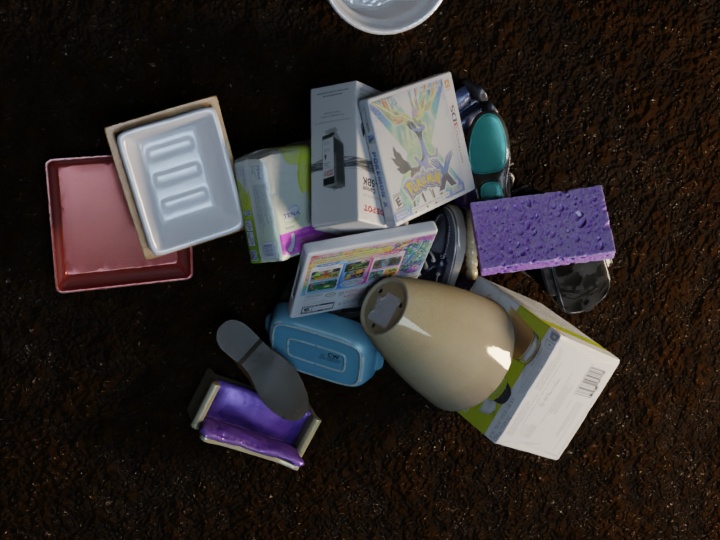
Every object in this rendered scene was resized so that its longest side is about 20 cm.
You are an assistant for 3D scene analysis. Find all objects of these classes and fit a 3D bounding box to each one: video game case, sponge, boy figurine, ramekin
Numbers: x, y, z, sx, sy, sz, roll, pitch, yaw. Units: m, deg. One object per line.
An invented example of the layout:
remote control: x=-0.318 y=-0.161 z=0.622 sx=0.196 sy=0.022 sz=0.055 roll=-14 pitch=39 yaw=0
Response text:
video game case: x=0.085 y=-0.177 z=1.611 sx=0.200 sy=0.022 sz=0.183 roll=-27 pitch=108 yaw=-45
sponge: x=0.268 y=-0.059 z=1.662 sx=0.199 sy=0.112 sz=0.030 roll=-7 pitch=157 yaw=4
boy figurine: x=0.110 y=-0.208 z=1.714 sx=0.200 sy=0.064 sz=0.124 roll=-40 pitch=122 yaw=-5
ramekin: x=0.024 y=-0.438 z=1.566 sx=0.200 sy=0.098 sz=0.201 roll=-7 pitch=113 yaw=-17
video game case: x=0.000 y=0.000 z=1.639 sx=0.199 sy=0.024 sz=0.182 roll=-10 pitch=151 yaw=-18

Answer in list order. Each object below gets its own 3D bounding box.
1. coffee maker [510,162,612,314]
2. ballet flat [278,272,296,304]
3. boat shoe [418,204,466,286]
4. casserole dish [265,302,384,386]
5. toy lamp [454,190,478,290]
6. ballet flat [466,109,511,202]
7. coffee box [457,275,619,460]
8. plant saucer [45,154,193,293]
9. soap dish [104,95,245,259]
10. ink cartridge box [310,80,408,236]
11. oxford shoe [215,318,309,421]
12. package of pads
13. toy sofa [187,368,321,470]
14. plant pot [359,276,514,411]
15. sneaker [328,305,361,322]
coffee maker: x=0.287 y=-0.046 z=1.769 sx=0.135 sy=0.200 sz=0.192 roll=-48 pitch=119 yaw=2
ballet flat: x=-0.065 y=0.013 z=1.734 sx=0.068 sy=0.068 sz=0.200 roll=26 pitch=101 yaw=-29
boat shoe: x=0.104 y=-0.008 z=1.785 sx=0.092 sy=0.075 sz=0.201 roll=-3 pitch=113 yaw=-28
casserole dish: x=-0.062 y=0.120 z=1.730 sx=0.199 sy=0.039 sz=0.121 roll=16 pitch=131 yaw=12
toy lamp: x=0.179 y=-0.060 z=1.806 sx=0.058 sy=0.058 sz=0.201 roll=-9 pitch=117 yaw=-17
ballet flat: x=0.200 y=-0.149 z=1.723 sx=0.073 sy=0.073 sz=0.201 roll=-11 pitch=104 yaw=-16
coffee box: x=0.255 y=0.158 z=1.813 sx=0.200 sy=0.198 sz=0.200 roll=21 pitch=103 yaw=-48
plant saucer: x=-0.345 y=-0.075 z=1.609 sx=0.199 sy=0.037 sz=0.200 roll=-7 pitch=113 yaw=-19
soap dish: x=-0.253 y=-0.131 z=1.555 sx=0.157 sy=0.081 sz=0.201 roll=-19 pitch=117 yaw=-13
ink cartridge box: x=0.000 y=-0.153 z=1.604 sx=0.147 sy=0.083 sz=0.201 roll=9 pitch=78 yaw=-57
oxford shoe: x=-0.151 y=0.148 z=1.741 sx=0.071 sy=0.071 sz=0.200 roll=-39 pitch=104 yaw=-7
package of pads: x=-0.088 y=-0.107 z=1.608 sx=0.200 sy=0.068 sz=0.155 roll=-22 pitch=106 yaw=-52
toy sofa: x=-0.165 y=0.236 z=1.770 sx=0.199 sy=0.098 sz=0.083 roll=23 pitch=102 yaw=-26
plant pot: x=0.099 y=0.091 z=1.678 sx=0.200 sy=0.187 sz=0.188 roll=31 pitch=98 yaw=-41
sneaker: x=0.006 y=0.051 z=1.774 sx=0.108 sy=0.070 sz=0.200 roll=25 pitch=107 yaw=-23
